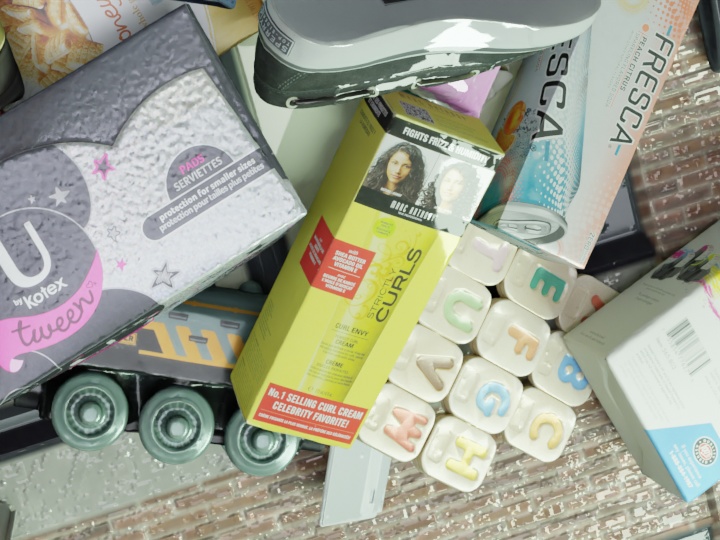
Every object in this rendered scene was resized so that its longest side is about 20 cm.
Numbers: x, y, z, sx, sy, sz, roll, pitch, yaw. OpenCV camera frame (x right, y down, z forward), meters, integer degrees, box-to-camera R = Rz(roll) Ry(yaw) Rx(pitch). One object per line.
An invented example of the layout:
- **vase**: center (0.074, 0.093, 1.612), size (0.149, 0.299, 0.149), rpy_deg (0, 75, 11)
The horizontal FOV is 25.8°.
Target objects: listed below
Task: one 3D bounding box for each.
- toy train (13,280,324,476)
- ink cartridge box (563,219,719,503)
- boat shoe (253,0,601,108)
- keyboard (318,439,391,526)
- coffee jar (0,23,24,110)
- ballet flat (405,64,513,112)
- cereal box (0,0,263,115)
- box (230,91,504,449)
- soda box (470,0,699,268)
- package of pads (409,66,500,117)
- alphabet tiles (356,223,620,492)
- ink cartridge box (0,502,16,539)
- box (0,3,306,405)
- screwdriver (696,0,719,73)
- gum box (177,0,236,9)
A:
- **toy train**: center (-0.109, 0.056, 0.954), size (0.197, 0.085, 0.116), rpy_deg (10, 91, -10)
- **ink cartridge box**: center (0.244, 0.036, 0.997), size (0.199, 0.068, 0.116), rpy_deg (-35, 107, -8)
- **boat shoe**: center (0.032, -0.124, 0.805), size (0.198, 0.069, 0.057), rpy_deg (-11, 147, -29)
- **keyboard**: center (0.009, 0.061, 0.984), size (0.056, 0.011, 0.203), rpy_deg (2, 100, -45)
- **coffee jar**: center (-0.251, -0.146, 0.777), size (0.104, 0.085, 0.201), rpy_deg (-34, 128, -11)
- **ballet flat**: center (0.078, -0.148, 0.946), size (0.071, 0.072, 0.202), rpy_deg (24, 100, -13)
- **cereal box**: center (-0.171, -0.156, 0.917), size (0.199, 0.040, 0.145), rpy_deg (-32, 105, -1)
- **box**: center (0.000, 0.000, 0.876), size (0.075, 0.050, 0.201), rpy_deg (17, 114, -25)
- **soda box**: center (0.134, -0.108, 0.941), size (0.068, 0.063, 0.202), rpy_deg (23, 89, -22)
- **package of pads**: center (0.043, -0.196, 0.859), size (0.119, 0.076, 0.202), rpy_deg (17, 99, -32)
- **alphabet tiles**: center (0.074, 0.031, 0.979), size (0.194, 0.015, 0.202), rpy_deg (29, 84, -24)
- **ink cartridge box**: center (-0.311, 0.175, 0.914), size (0.198, 0.145, 0.084), rpy_deg (16, 100, -11)
- **box**: center (-0.144, -0.031, 0.852), size (0.199, 0.115, 0.133), rpy_deg (-31, 93, -4)
- **screwdriver**: center (0.214, -0.221, 0.967), size (0.029, 0.028, 0.203), rpy_deg (-18, 105, -36)
- **gum box**: center (-0.114, -0.247, 0.821), size (0.044, 0.168, 0.202), rpy_deg (21, 85, -55)
